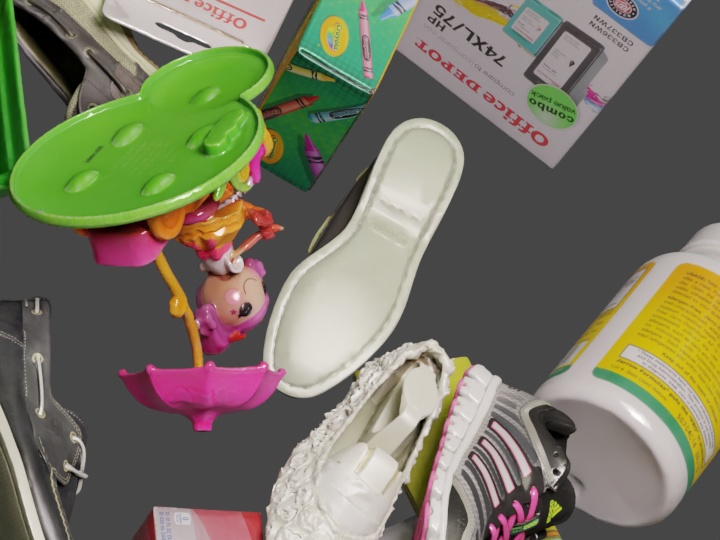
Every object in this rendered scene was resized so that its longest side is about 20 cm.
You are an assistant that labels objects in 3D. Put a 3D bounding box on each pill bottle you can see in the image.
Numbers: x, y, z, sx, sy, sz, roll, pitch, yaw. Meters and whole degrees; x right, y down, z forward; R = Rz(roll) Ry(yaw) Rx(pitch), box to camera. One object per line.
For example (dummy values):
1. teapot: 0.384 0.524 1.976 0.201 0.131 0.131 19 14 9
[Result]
1. pill bottle: 0.198 0.060 1.675 0.113 0.113 0.200 40 52 3

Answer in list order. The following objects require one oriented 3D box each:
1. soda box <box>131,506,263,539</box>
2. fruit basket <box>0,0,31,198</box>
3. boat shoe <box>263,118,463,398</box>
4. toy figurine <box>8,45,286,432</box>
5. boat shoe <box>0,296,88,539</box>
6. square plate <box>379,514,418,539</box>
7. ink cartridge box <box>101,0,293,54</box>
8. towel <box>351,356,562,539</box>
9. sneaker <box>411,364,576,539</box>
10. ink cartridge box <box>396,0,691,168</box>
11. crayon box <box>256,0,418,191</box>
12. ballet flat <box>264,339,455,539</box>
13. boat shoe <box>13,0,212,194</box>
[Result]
1. soda box: -0.086 0.235 1.466 0.069 0.063 0.201 5 58 -22
2. fruit basket: -0.269 -0.141 1.529 0.154 0.216 0.217 2 59 -23
3. boat shoe: 0.000 0.000 1.648 0.071 0.061 0.202 33 70 -1
4. toy figurine: -0.097 -0.005 1.550 0.149 0.185 0.200 2 34 27
5. boat shoe: -0.182 0.104 1.497 0.067 0.072 0.201 -6 61 -23
6. square plate: 0.055 0.235 1.553 0.199 0.028 0.199 -18 69 -32
7. ink cartridge box: -0.094 -0.213 1.698 0.116 0.068 0.201 22 34 -12
8. towel: 0.066 0.135 1.599 0.085 0.018 0.201 -5 49 -28
9. sneaker: 0.081 0.135 1.536 0.087 0.074 0.200 16 37 3
10. ink cartridge box: 0.143 -0.202 1.757 0.146 0.200 0.146 37 54 1
11. crayon box: -0.004 -0.164 1.716 0.058 0.119 0.201 29 53 -5
12. ballet flat: 0.003 0.106 1.533 0.072 0.072 0.200 33 43 -3
13. boat shoe: -0.157 -0.104 1.644 0.066 0.072 0.201 -25 68 -28
